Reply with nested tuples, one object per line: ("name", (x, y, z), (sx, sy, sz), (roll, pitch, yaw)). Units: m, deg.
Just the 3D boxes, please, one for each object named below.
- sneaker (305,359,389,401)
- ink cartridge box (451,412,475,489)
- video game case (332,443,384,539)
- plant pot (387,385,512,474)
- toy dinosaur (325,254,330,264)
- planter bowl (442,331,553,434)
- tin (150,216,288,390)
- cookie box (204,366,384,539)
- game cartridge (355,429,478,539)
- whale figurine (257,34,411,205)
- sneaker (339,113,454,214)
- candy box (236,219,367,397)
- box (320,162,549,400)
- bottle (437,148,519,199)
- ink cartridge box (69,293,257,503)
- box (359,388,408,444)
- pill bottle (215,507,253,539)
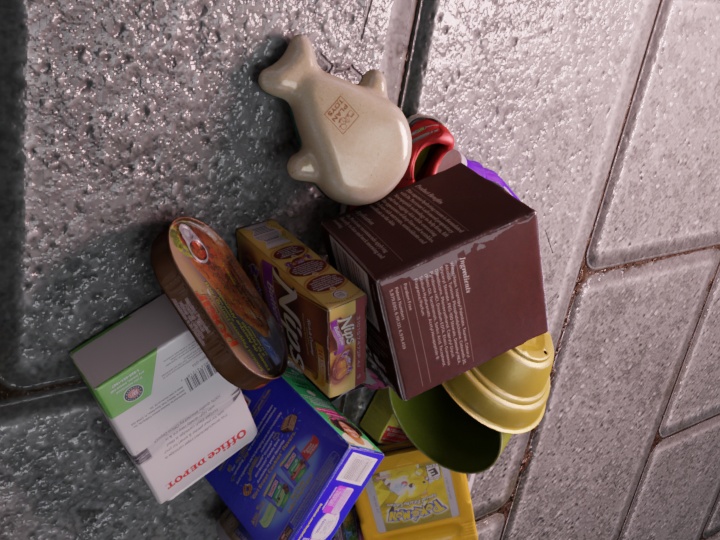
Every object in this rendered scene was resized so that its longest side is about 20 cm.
("sneaker", (0.015, 0.114, 1.153), (0.086, 0.198, 0.082), (-17, 88, -49))
("ink cartridge box", (0.125, 0.282, 1.370), (0.067, 0.116, 0.203), (-9, 122, -37))
("video game case", (-0.012, 0.376, 1.362), (0.180, 0.023, 0.202), (-24, 130, -22))
("plant pot", (0.169, 0.148, 1.230), (0.199, 0.185, 0.190), (-36, 136, -41))
("toy dinosaur", (0.000, 0.000, 1.076), (0.197, 0.059, 0.102), (-20, 136, 0))
("planter bowl", (0.183, 0.095, 1.099), (0.198, 0.202, 0.084), (0, 144, -41))
("tin", (-0.151, 0.036, 0.935), (0.042, 0.202, 0.112), (-33, 180, 19))
("cookie box", (-0.092, 0.237, 1.087), (0.075, 0.199, 0.173), (28, 97, -48))
("game cartridge", (0.079, 0.344, 1.307), (0.173, 0.033, 0.203), (-13, 115, 3))
("whale figurine", (-0.034, -0.167, 0.986), (0.200, 0.103, 0.160), (44, 79, -23))
("sneaker", (0.045, -0.102, 1.085), (0.077, 0.085, 0.202), (25, 99, -46))
("candy box", (-0.069, 0.038, 0.985), (0.056, 0.199, 0.118), (-21, 127, -31))
("box", (0.085, 0.008, 0.999), (0.197, 0.166, 0.166), (-23, 122, -14))
("bottle", (0.166, -0.098, 1.210), (0.084, 0.065, 0.199), (-51, 137, 3))
("ink cartridge box", (-0.220, 0.145, 1.002), (0.145, 0.084, 0.202), (-33, 132, -22))
("box", (0.079, 0.163, 1.303), (0.075, 0.050, 0.202), (23, 99, -47))
("pill bottle", (-0.095, 0.308, 1.190), (0.201, 0.115, 0.116), (-51, 137, -6))
